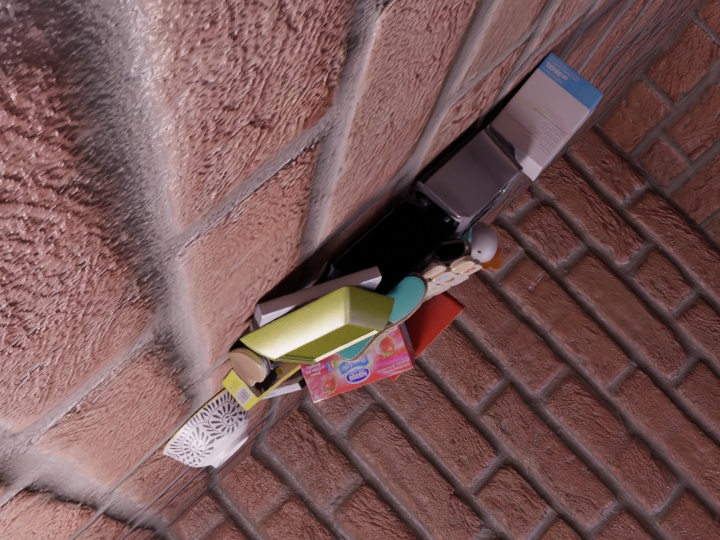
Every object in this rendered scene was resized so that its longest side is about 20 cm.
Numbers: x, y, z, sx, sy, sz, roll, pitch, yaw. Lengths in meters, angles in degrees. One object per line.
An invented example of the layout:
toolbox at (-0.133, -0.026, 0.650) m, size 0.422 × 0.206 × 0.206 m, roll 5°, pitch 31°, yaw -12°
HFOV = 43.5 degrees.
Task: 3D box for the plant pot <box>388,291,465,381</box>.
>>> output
plant pot at (0.069, 0.084, 1.809) m, size 0.200 × 0.176 × 0.200 m, roll -45°, pitch 179°, yaw -3°

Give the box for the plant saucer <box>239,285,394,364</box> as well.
plant saucer at (-0.056, 0.096, 1.418) m, size 0.198 × 0.048 × 0.200 m, roll -27°, pitch 163°, yaw 19°

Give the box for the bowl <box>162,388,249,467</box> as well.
bowl at (-0.282, 0.322, 1.770) m, size 0.201 × 0.094 × 0.201 m, roll -43°, pitch 173°, yaw -6°

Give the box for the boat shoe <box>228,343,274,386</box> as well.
boat shoe at (-0.174, 0.145, 1.498) m, size 0.065 × 0.072 × 0.200 m, roll -47°, pitch 177°, yaw -17°

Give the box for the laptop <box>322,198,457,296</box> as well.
laptop at (0.045, -0.021, 1.582) m, size 0.187 × 0.116 × 0.200 m, roll -41°, pitch 172°, yaw -21°

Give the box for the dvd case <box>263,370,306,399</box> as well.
dvd case at (-0.162, 0.227, 1.870) m, size 0.198 × 0.018 × 0.143 m, roll -19°, pitch -169°, yaw 34°

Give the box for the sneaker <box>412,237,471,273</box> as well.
sneaker at (0.103, -0.021, 1.604) m, size 0.198 × 0.071 × 0.076 m, roll -17°, pitch 157°, yaw -11°

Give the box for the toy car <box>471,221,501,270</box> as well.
toy car at (0.226, -0.066, 1.977) m, size 0.177 × 0.200 × 0.185 m, roll -45°, pitch 174°, yaw -39°

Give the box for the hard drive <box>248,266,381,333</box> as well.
hard drive at (-0.073, 0.054, 1.414) m, size 0.198 × 0.027 × 0.132 m, roll -18°, pitch 163°, yaw -19°

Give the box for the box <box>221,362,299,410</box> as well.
box at (-0.168, 0.180, 1.696) m, size 0.050 × 0.075 × 0.200 m, roll -49°, pitch 173°, yaw 37°

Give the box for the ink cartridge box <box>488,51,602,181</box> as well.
ink cartridge box at (0.326, -0.270, 1.661) m, size 0.200 × 0.125 × 0.129 m, roll -49°, pitch 173°, yaw -1°

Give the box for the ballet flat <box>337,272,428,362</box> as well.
ballet flat at (0.038, 0.076, 1.529) m, size 0.200 × 0.071 × 0.065 m, roll -41°, pitch 172°, yaw 12°

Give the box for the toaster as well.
toaster at (0.186, -0.151, 1.631) m, size 0.200 × 0.119 × 0.181 m, roll -42°, pitch 173°, yaw -17°

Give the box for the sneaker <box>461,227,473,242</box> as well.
sneaker at (0.180, -0.076, 1.791) m, size 0.077 × 0.092 × 0.200 m, roll -37°, pitch -154°, yaw -2°

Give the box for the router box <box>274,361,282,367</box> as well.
router box at (-0.076, 0.097, 1.635) m, size 0.199 × 0.053 × 0.157 m, roll -31°, pitch -179°, yaw 30°

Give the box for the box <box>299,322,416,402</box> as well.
box at (-0.005, 0.158, 1.663) m, size 0.198 × 0.096 × 0.103 m, roll -20°, pitch -177°, yaw 8°

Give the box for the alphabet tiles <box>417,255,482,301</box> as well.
alphabet tiles at (0.120, 0.029, 1.614) m, size 0.198 × 0.015 × 0.195 m, roll -29°, pitch 163°, yaw 16°
